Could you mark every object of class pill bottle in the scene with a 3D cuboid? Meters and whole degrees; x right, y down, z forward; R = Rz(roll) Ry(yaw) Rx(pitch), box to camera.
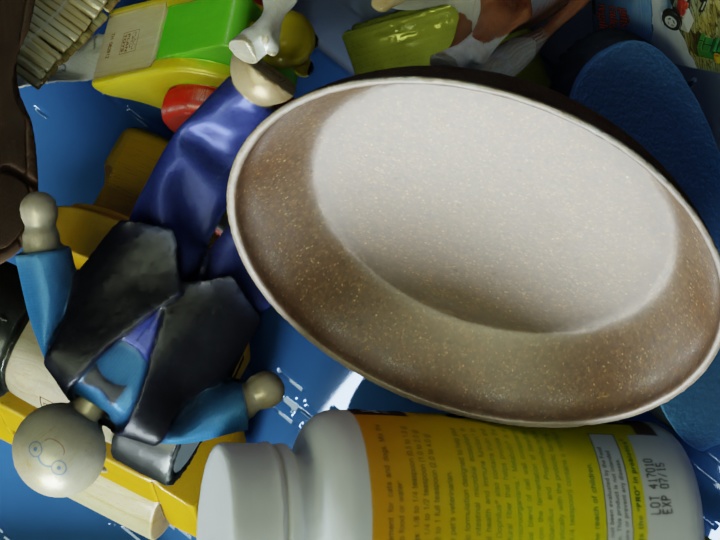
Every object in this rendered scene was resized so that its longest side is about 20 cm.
[{"bbox_3d":[0.036,0.114,1.045,0.199,0.109,0.110,3,123,-14],"label":"pill bottle"}]

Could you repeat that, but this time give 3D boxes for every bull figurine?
[{"bbox_3d":[-0.001,-0.134,0.997,0.199,0.122,0.065,18,151,25],"label":"bull figurine"}]

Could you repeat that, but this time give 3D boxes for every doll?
[{"bbox_3d":[-0.082,0.007,1.034,0.136,0.048,0.200,33,97,-5],"label":"doll"}]

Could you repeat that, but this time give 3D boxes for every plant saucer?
[{"bbox_3d":[0.047,-0.015,0.965,0.199,0.037,0.201,13,143,10],"label":"plant saucer"}]

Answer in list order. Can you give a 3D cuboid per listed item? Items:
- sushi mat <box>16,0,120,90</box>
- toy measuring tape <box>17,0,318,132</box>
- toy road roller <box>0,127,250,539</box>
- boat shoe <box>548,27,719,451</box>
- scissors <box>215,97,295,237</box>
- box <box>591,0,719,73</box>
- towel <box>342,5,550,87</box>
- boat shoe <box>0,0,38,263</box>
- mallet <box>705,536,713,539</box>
[{"bbox_3d":[-0.190,-0.172,1.100,0.200,0.096,0.012,35,165,3],"label":"sushi mat"},{"bbox_3d":[-0.087,-0.087,1.114,0.199,0.074,0.074,-7,114,45],"label":"toy measuring tape"},{"bbox_3d":[-0.100,0.028,1.158,0.122,0.146,0.200,26,161,9],"label":"toy road roller"},{"bbox_3d":[0.110,-0.013,1.035,0.084,0.069,0.201,-21,122,-10],"label":"boat shoe"},{"bbox_3d":[0.000,0.000,1.093,0.073,0.014,0.200,-35,115,21],"label":"scissors"},{"bbox_3d":[0.152,-0.172,0.948,0.136,0.038,0.201,16,123,35],"label":"box"},{"bbox_3d":[0.064,-0.026,1.101,0.086,0.018,0.201,-13,110,26],"label":"towel"},{"bbox_3d":[-0.183,-0.103,1.047,0.075,0.075,0.204,15,110,34],"label":"boat shoe"},{"bbox_3d":[0.137,0.127,1.140,0.199,0.041,0.066,21,120,17],"label":"mallet"}]
